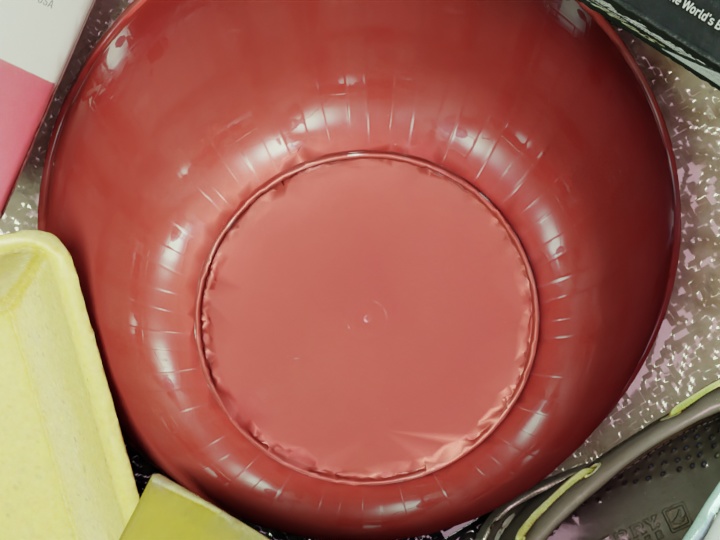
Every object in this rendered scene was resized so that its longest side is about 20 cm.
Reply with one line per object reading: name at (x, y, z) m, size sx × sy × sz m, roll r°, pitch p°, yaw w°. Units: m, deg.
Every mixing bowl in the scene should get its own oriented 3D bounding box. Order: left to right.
mixing bowl at (0.000, 0.000, 0.814) m, size 0.200 × 0.108 × 0.201 m, roll 0°, pitch 104°, yaw -1°

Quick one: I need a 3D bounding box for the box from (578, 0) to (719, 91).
box at (0.112, -0.142, 0.788) m, size 0.200 × 0.086 × 0.164 m, roll 29°, pitch 93°, yaw -24°

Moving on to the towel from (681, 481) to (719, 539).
towel at (0.181, 0.089, 0.840) m, size 0.171 × 0.048 × 0.200 m, roll 34°, pitch 89°, yaw -34°

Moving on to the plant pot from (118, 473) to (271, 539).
plant pot at (-0.006, 0.208, 0.753) m, size 0.194 × 0.195 × 0.200 m, roll 40°, pitch 82°, yaw -33°

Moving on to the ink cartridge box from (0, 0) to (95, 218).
ink cartridge box at (-0.139, -0.136, 0.809) m, size 0.146 × 0.083 × 0.200 m, roll 24°, pitch 88°, yaw -38°

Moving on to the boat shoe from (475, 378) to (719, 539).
boat shoe at (0.128, 0.061, 0.868) m, size 0.200 × 0.060 × 0.072 m, roll -26°, pitch 92°, yaw -3°

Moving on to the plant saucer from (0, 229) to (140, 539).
plant saucer at (-0.156, 0.099, 0.838) m, size 0.200 × 0.048 × 0.200 m, roll -14°, pitch 103°, yaw 3°
